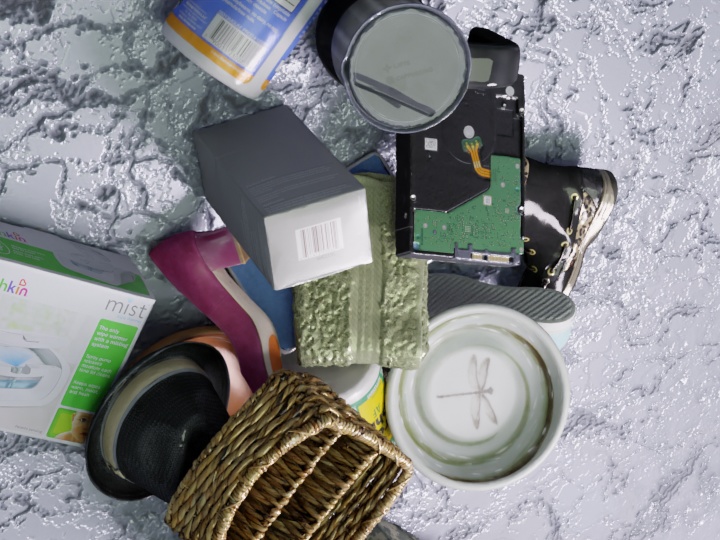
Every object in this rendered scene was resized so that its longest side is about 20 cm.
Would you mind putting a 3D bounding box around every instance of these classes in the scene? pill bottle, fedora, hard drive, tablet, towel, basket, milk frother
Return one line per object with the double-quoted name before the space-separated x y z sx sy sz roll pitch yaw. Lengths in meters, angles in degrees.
"pill bottle" -0.019 0.162 1.771 0.112 0.113 0.201 -27 136 -12
"pill bottle" -0.083 -0.268 1.510 0.112 0.112 0.200 31 99 -37
"fedora" -0.178 0.169 1.638 0.200 0.091 0.201 -34 144 -29
"hard drive" 0.102 -0.108 1.681 0.139 0.038 0.201 4 81 -27
"tablet" -0.031 -0.019 1.699 0.199 0.014 0.131 -33 91 -7
"towel" 0.000 0.000 1.677 0.147 0.036 0.201 1 87 -6
"basket" -0.070 0.214 1.587 0.200 0.149 0.143 -51 158 6
"milk frother" 0.046 -0.252 1.529 0.180 0.188 0.201 -16 109 -5

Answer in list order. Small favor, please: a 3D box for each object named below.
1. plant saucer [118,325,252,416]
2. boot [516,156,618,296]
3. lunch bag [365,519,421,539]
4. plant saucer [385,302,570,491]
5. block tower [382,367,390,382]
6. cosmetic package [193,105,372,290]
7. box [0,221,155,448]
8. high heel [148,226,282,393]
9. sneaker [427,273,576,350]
"plant saucer" -0.176 0.144 1.740 0.199 0.037 0.201 -12 122 -20
"boot" 0.177 -0.038 1.803 0.150 0.073 0.201 15 117 -28
"lunch bag" 0.024 0.401 1.937 0.200 0.139 0.168 -50 144 6
"plant saucer" 0.121 0.132 1.751 0.199 0.050 0.201 -1 96 -9
"block tower" 0.017 0.065 1.786 0.054 0.058 0.201 -32 128 -8
"cosmetic package" -0.076 -0.074 1.570 0.106 0.200 0.091 -17 122 -16
"box" -0.327 0.055 1.575 0.199 0.097 0.177 18 110 -33
"high heel" -0.141 0.056 1.650 0.095 0.067 0.201 -15 101 11
"sneaker" 0.132 0.060 1.801 0.199 0.074 0.082 9 133 6
